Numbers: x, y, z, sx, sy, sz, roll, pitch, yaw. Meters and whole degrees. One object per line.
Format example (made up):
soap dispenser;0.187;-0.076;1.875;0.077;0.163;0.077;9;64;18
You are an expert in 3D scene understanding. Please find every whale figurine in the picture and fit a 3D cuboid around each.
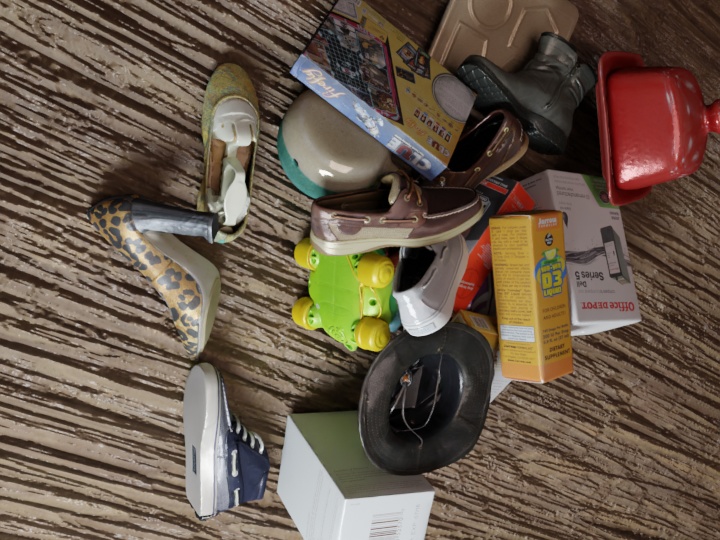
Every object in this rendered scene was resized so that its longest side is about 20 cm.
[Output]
whale figurine;-0.011;-0.154;0.974;0.200;0.104;0.159;-34;86;-38

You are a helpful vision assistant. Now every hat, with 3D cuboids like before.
hat;0.061;0.141;0.967;0.200;0.081;0.201;-8;104;-34

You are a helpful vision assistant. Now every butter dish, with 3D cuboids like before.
butter dish;0.403;-0.193;1.088;0.200;0.147;0.200;-18;104;-55

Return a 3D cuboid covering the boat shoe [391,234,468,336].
boat shoe;0.072;-0.010;0.940;0.069;0.072;0.200;62;31;-26

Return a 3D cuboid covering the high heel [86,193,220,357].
high heel;-0.233;0.008;0.937;0.142;0.071;0.201;10;122;3

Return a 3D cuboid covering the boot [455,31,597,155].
boot;0.208;-0.244;1.037;0.200;0.068;0.131;30;78;-34

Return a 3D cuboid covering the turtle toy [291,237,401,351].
turtle toy;0.000;0.000;0.998;0.101;0.145;0.201;-10;110;-46

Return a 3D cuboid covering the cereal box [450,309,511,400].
cereal box;0.126;0.142;1.079;0.144;0.040;0.200;15;125;-39

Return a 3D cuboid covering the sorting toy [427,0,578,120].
sorting toy;0.176;-0.288;1.061;0.185;0.036;0.201;22;89;-29

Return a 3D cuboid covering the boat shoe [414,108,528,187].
boat shoe;0.112;-0.121;1.018;0.200;0.070;0.070;-42;148;12

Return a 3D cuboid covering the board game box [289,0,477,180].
board game box;0.031;-0.211;0.941;0.200;0.035;0.136;36;52;-13

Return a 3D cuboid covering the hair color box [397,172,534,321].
hair color box;0.120;-0.032;1.052;0.200;0.101;0.061;-57;138;-3

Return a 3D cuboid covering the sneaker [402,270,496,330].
sneaker;0.116;0.047;1.094;0.114;0.073;0.201;3;102;-23

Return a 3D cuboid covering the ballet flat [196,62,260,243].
ballet flat;-0.143;-0.128;0.925;0.070;0.071;0.201;4;101;-27

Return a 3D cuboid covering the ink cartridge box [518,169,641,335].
ink cartridge box;0.278;-0.020;1.089;0.145;0.084;0.201;1;75;-39

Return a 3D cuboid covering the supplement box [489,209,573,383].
supplement box;0.205;0.029;0.998;0.066;0.069;0.201;-11;96;-39

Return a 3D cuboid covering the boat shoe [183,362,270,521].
boat shoe;-0.159;0.199;1.005;0.092;0.075;0.201;-7;114;-31

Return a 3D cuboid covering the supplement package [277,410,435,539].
supplement package;-0.012;0.267;1.009;0.117;0.200;0.117;1;109;-25

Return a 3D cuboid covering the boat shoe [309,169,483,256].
boat shoe;0.041;-0.071;0.908;0.199;0.072;0.072;-9;129;-9
